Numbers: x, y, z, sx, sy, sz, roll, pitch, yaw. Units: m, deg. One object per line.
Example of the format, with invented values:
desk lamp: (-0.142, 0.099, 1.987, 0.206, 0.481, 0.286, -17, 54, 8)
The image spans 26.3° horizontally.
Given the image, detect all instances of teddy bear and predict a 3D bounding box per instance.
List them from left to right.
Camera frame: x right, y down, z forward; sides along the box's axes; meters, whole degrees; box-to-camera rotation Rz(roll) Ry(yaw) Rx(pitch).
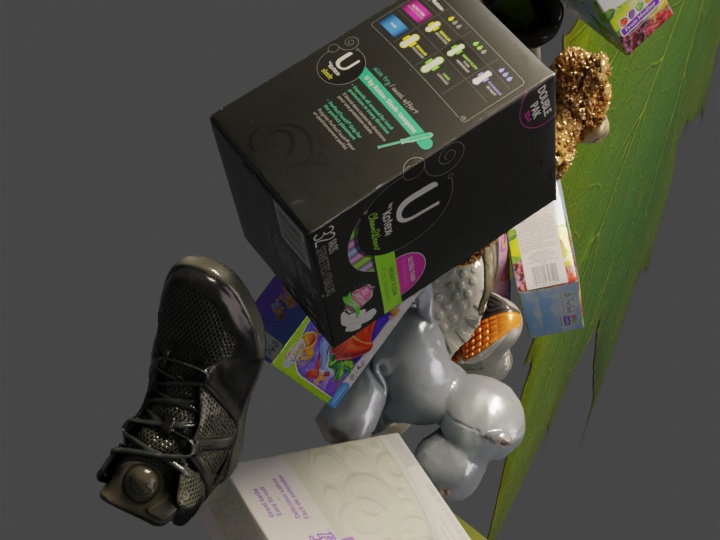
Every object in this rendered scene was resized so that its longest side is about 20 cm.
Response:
teddy bear: (0.133, -0.081, 1.194, 0.200, 0.066, 0.145, -51, 172, -35)

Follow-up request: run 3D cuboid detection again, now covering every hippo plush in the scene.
hippo plush: (0.072, 0.111, 1.383, 0.201, 0.160, 0.159, -55, 178, 13)

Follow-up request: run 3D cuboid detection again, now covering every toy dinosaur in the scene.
toy dinosaur: (0.106, -0.049, 1.383, 0.088, 0.047, 0.202, -12, 112, -53)

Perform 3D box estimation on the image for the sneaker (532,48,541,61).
sneaker: (0.070, -0.173, 1.201, 0.147, 0.080, 0.200, -57, 138, -3)

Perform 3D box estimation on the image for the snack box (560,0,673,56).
snack box: (0.131, -0.259, 1.132, 0.053, 0.200, 0.142, -43, 136, 3)

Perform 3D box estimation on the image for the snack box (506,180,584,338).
snack box: (0.182, -0.051, 1.603, 0.169, 0.067, 0.202, 61, 18, -70)

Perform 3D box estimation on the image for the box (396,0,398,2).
box: (0.092, -0.266, 1.303, 0.200, 0.049, 0.083, -54, 156, -41)

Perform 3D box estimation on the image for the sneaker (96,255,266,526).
sneaker: (-0.118, 0.092, 1.016, 0.114, 0.076, 0.201, -58, 164, -51)

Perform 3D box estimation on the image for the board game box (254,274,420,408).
board game box: (0.000, 0.000, 1.207, 0.201, 0.045, 0.134, -53, 152, -3)

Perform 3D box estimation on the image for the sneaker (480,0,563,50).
sneaker: (0.073, -0.221, 1.100, 0.199, 0.087, 0.074, 37, 77, -28)

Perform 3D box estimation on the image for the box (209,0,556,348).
box: (0.021, -0.076, 1.051, 0.199, 0.124, 0.149, -33, 150, -14)

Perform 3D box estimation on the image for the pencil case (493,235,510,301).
pencil case: (0.106, -0.009, 1.554, 0.088, 0.087, 0.201, -62, 162, -24)

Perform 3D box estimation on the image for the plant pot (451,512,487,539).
plant pot: (0.038, 0.297, 1.493, 0.201, 0.191, 0.202, -54, 156, -39)

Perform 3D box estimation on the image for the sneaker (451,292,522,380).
sneaker: (0.125, 0.073, 1.555, 0.200, 0.091, 0.077, 145, -47, -62)

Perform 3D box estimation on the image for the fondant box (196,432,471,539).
fondant box: (-0.012, 0.213, 1.224, 0.199, 0.145, 0.058, -5, 139, -44)

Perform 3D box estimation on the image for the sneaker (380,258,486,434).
sneaker: (0.064, 0.063, 1.499, 0.201, 0.076, 0.080, -56, 174, 20)
